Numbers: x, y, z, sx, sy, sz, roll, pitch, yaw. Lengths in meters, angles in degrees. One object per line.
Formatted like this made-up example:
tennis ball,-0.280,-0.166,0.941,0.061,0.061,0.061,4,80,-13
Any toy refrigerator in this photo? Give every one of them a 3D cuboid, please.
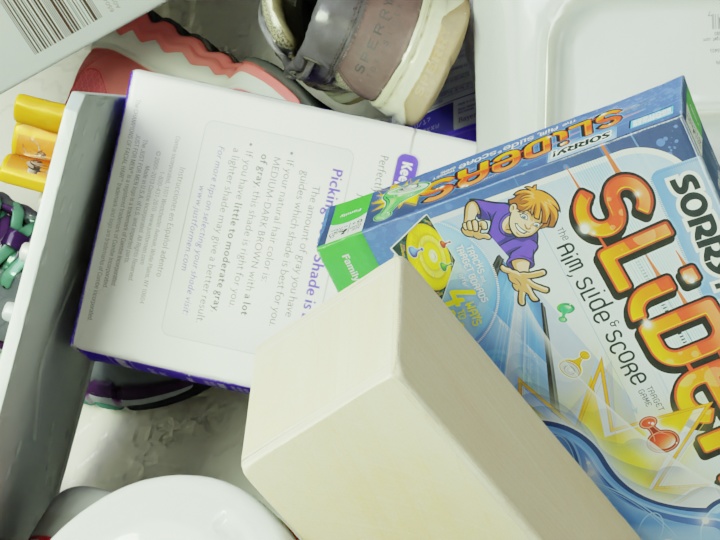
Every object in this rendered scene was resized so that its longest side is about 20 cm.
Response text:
toy refrigerator,0.045,0.100,0.934,0.070,0.200,0.076,-32,25,19

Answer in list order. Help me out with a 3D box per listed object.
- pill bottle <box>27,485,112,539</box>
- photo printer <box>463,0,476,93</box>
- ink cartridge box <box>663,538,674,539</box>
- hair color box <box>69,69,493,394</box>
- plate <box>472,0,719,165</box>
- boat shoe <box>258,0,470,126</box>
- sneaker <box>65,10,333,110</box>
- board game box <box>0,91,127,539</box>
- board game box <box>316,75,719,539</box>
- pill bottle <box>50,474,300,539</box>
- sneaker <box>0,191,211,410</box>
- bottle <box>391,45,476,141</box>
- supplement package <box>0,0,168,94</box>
pill bottle,-0.113,0.191,1.040,0.112,0.112,0.201,15,67,36
photo printer,0.138,-0.117,1.101,0.198,0.070,0.167,1,56,4
ink cartridge box,0.078,0.191,0.873,0.144,0.200,0.084,-25,46,12
hair color box,0.000,0.000,1.065,0.199,0.065,0.110,12,84,3
plate,0.138,-0.031,1.012,0.198,0.032,0.202,0,82,6
boat shoe,-0.008,-0.104,1.119,0.072,0.065,0.200,-61,15,6
sneaker,-0.063,-0.048,1.222,0.200,0.074,0.087,27,84,47
board game box,-0.126,0.028,1.073,0.026,0.200,0.201,15,94,3
board game box,0.087,0.046,0.974,0.135,0.201,0.035,-20,23,17
pill bottle,-0.030,0.163,0.953,0.111,0.200,0.112,-15,52,19
sneaker,-0.141,0.003,1.205,0.199,0.088,0.075,9,63,35
bottle,0.054,-0.101,1.181,0.083,0.065,0.201,-19,50,25
supplement package,-0.132,-0.193,1.231,0.151,0.151,0.200,-26,16,23
